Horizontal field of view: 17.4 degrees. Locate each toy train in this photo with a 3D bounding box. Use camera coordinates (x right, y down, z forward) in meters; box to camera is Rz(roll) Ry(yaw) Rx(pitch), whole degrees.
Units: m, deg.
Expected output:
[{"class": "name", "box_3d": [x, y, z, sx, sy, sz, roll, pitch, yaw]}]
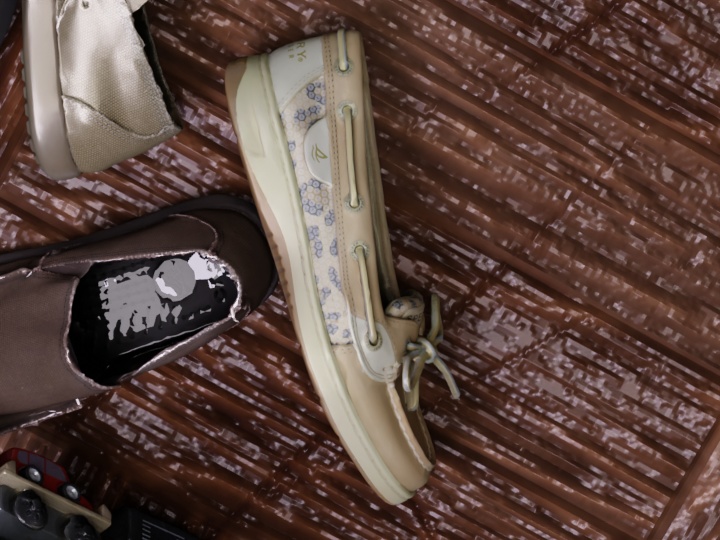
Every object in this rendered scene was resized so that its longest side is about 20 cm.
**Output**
[{"class": "toy train", "box_3d": [-0.138, 0.098, 0.988, 0.199, 0.046, 0.034, 30, 129, -32]}]

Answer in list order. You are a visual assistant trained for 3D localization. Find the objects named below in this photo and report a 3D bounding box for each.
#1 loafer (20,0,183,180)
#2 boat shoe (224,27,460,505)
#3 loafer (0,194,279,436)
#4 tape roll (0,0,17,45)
[{"class": "loafer", "box_3d": [-0.108, -0.138, 0.967, 0.067, 0.076, 0.202, -3, 109, -2]}, {"class": "boat shoe", "box_3d": [0.000, 0.000, 0.989, 0.062, 0.073, 0.201, -18, 99, 5]}, {"class": "loafer", "box_3d": [-0.130, 0.023, 0.993, 0.199, 0.071, 0.073, -26, 99, 4]}, {"class": "tape roll", "box_3d": [-0.241, -0.136, 0.967, 0.198, 0.066, 0.202, 0, 101, -1]}]
